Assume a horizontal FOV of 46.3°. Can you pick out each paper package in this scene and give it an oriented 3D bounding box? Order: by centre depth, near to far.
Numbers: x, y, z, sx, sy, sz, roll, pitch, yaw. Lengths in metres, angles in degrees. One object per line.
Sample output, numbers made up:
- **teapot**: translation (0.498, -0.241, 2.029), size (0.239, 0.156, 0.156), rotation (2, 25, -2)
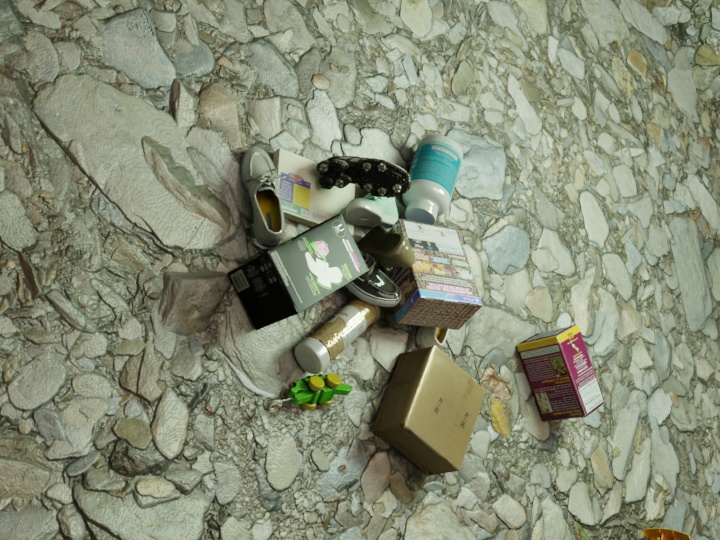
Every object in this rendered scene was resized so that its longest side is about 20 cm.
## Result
- **paper package**: translation (0.144, 0.288, 1.729), size (0.190, 0.103, 0.201), rotation (42, 52, -25)

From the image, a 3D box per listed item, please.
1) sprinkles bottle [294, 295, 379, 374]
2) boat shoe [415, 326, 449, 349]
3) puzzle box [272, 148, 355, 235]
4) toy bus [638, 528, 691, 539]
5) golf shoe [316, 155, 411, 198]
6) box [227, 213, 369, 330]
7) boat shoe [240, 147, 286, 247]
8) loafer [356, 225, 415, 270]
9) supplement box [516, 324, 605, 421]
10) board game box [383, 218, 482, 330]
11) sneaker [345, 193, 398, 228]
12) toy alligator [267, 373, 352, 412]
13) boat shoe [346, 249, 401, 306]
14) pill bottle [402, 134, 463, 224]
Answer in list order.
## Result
- **sprinkles bottle**: translation (-0.043, 0.121, 1.641), size (0.200, 0.068, 0.069), rotation (-40, 103, -42)
- **boat shoe**: translation (0.184, 0.086, 1.849), size (0.071, 0.070, 0.201), rotation (42, 53, -23)
- **puzzle box**: translation (-0.095, -0.155, 1.711), size (0.199, 0.025, 0.135), rotation (18, 66, -36)
- **toy bus**: translation (0.784, 0.784, 2.133), size (0.192, 0.135, 0.202), rotation (48, 51, -40)
- **golf shoe**: translation (0.013, -0.200, 1.682), size (0.088, 0.198, 0.078), rotation (-50, 146, -57)
- **box**: translation (-0.114, 0.002, 1.561), size (0.199, 0.148, 0.125), rotation (-30, 95, -42)
- **boat shoe**: translation (-0.178, -0.151, 1.579), size (0.074, 0.086, 0.204), rotation (-1, 70, -22)
- **loafer**: translation (0.050, -0.039, 1.698), size (0.076, 0.200, 0.068), rotation (-42, 110, -7)
- **supplement box**: translation (0.481, 0.247, 2.019), size (0.103, 0.130, 0.202), rotation (-19, 90, -43)
- **board game box**: translation (0.143, 0.009, 1.763), size (0.158, 0.097, 0.202), rotation (9, 51, -29)
- **sneaker**: translation (0.018, -0.157, 1.749), size (0.200, 0.073, 0.120), rotation (12, 71, -67)
- **toy alligator**: translation (-0.102, 0.222, 1.571), size (0.199, 0.060, 0.054), rotation (-4, 38, -41)
- **boat shoe**: translation (0.000, 0.000, 1.665), size (0.199, 0.071, 0.072), rotation (31, 44, -2)
- **pill bottle**: translation (0.158, -0.198, 1.889), size (0.110, 0.110, 0.202), rotation (37, 55, -27)
